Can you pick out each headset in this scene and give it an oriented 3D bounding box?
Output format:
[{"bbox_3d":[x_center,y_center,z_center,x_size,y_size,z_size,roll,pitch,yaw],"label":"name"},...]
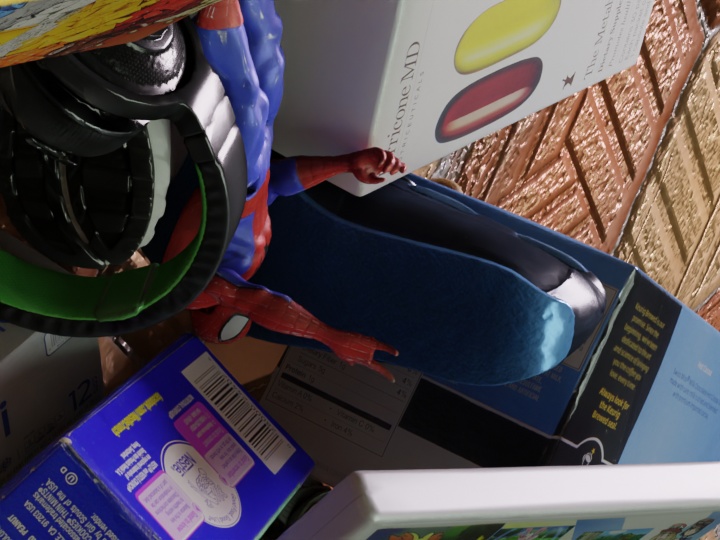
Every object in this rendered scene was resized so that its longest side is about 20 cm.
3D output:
[{"bbox_3d":[-0.117,-0.056,0.719,0.200,0.123,0.094,63,27,-27],"label":"headset"}]

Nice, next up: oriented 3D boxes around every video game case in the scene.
[{"bbox_3d":[0.017,0.125,0.841,0.200,0.022,0.182,4,142,-44],"label":"video game case"}]

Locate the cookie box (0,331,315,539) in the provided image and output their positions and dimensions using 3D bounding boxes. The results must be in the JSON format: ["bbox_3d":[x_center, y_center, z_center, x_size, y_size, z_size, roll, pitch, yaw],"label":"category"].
[{"bbox_3d":[-0.124,0.127,0.806,0.200,0.075,0.171,-42,-179,14],"label":"cookie box"}]

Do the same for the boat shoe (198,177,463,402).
[{"bbox_3d":[-0.019,0.013,1.021,0.200,0.074,0.069,-32,130,-45],"label":"boat shoe"}]

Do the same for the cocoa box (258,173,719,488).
[{"bbox_3d":[0.070,0.057,0.987,0.131,0.133,0.200,-64,150,-3],"label":"cocoa box"}]

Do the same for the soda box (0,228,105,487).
[{"bbox_3d":[-0.180,0.066,0.783,0.200,0.068,0.063,-42,150,-32],"label":"soda box"}]

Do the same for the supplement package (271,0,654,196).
[{"bbox_3d":[0.027,-0.125,0.907,0.200,0.109,0.114,-28,140,-47],"label":"supplement package"}]

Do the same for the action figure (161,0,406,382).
[{"bbox_3d":[-0.017,-0.040,0.791,0.065,0.099,0.200,-71,177,-46],"label":"action figure"}]

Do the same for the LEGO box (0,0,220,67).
[{"bbox_3d":[-0.111,-0.148,0.549,0.149,0.077,0.200,-21,90,-53],"label":"LEGO box"}]

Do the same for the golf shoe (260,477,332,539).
[{"bbox_3d":[-0.072,0.109,0.988,0.078,0.094,0.200,-51,163,10],"label":"golf shoe"}]

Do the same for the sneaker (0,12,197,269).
[{"bbox_3d":[-0.083,-0.103,0.797,0.079,0.074,0.200,-59,164,-61],"label":"sneaker"}]

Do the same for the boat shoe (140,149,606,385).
[{"bbox_3d":[0.000,0.000,0.882,0.069,0.200,0.084,-18,128,-54],"label":"boat shoe"}]
